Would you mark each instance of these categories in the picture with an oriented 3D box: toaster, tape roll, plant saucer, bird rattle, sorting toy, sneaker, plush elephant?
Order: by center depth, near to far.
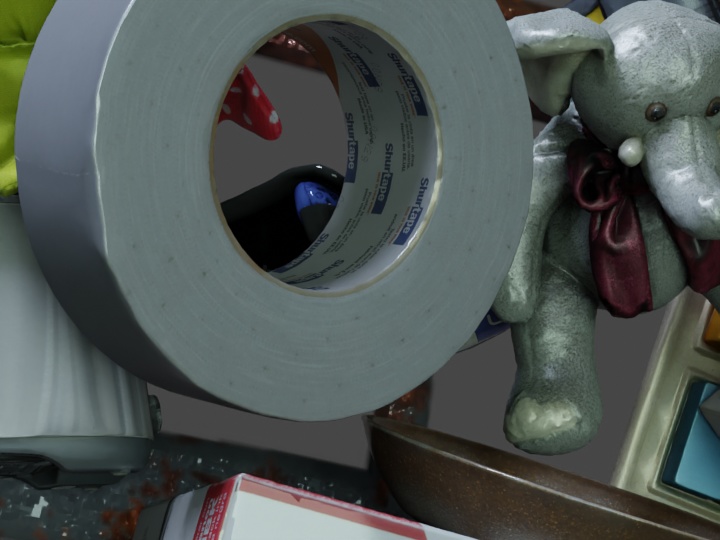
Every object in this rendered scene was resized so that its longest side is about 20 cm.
[{"bbox_3d":[-0.029,-0.045,0.713,0.199,0.066,0.202,-4,97,-35],"label":"tape roll"},{"bbox_3d":[-0.184,0.028,0.779,0.199,0.114,0.130,-1,78,-16],"label":"toaster"},{"bbox_3d":[-0.132,-0.102,0.790,0.162,0.200,0.113,3,102,22],"label":"bird rattle"},{"bbox_3d":[0.128,-0.045,0.799,0.164,0.155,0.201,-10,66,-8],"label":"plush elephant"},{"bbox_3d":[0.090,0.110,0.806,0.199,0.200,0.037,18,88,-13],"label":"plant saucer"},{"bbox_3d":[-0.001,0.000,0.835,0.198,0.115,0.081,-1,84,-18],"label":"sneaker"},{"bbox_3d":[0.232,0.070,0.936,0.184,0.036,0.201,22,76,-13],"label":"sorting toy"}]

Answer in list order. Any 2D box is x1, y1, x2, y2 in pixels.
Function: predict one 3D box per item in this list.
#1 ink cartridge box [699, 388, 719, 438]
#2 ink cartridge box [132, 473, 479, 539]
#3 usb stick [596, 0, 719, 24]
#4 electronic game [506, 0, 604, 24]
[{"bbox_3d":[0.280,0.052,0.890,0.200,0.067,0.116,-37,98,-8],"label":"ink cartridge box"},{"bbox_3d":[-0.017,0.149,0.766,0.143,0.200,0.084,18,74,-14],"label":"ink cartridge box"},{"bbox_3d":[0.167,-0.077,0.899,0.055,0.033,0.201,-23,89,12],"label":"usb stick"},{"bbox_3d":[0.069,-0.183,0.921,0.199,0.042,0.201,2,82,-16],"label":"electronic game"}]
